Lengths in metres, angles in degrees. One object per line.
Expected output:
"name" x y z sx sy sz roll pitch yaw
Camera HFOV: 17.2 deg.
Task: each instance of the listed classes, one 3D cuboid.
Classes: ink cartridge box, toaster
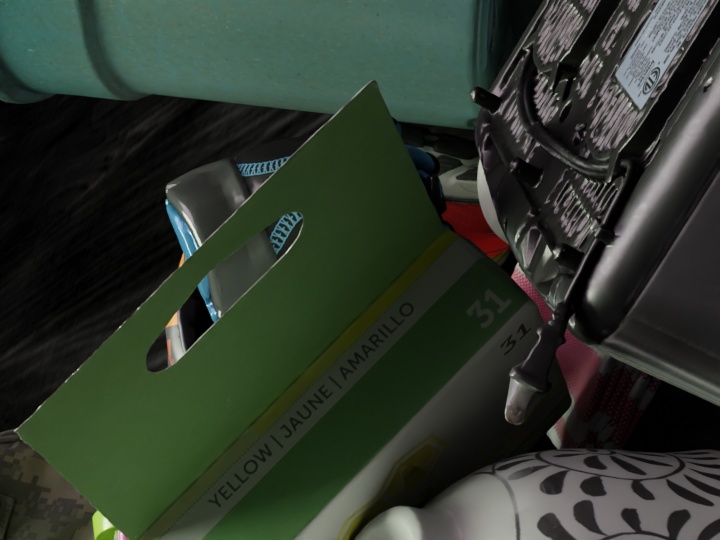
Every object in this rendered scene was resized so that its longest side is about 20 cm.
"ink cartridge box" -0.010 0.046 0.735 0.146 0.048 0.200 -45 -24 -8
"toaster" 0.122 -0.054 0.683 0.201 0.118 0.181 -59 16 15

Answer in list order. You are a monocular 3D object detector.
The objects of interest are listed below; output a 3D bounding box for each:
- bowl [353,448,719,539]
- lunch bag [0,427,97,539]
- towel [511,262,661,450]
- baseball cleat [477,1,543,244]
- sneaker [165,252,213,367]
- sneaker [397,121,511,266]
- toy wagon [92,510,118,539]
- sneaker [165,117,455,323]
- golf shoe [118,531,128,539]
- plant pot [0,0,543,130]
"bowl" 0.035 0.130 0.722 0.201 0.094 0.201 -56 18 29
"lunch bag" -0.151 0.146 1.149 0.200 0.167 0.140 -28 39 65
"towel" 0.106 -0.036 0.868 0.201 0.030 0.146 -62 15 9
"baseball cleat" 0.102 -0.100 0.835 0.106 0.069 0.201 -179 104 -69
"sneaker" -0.024 0.002 1.029 0.112 0.077 0.200 100 -166 -45
"sneaker" 0.034 -0.009 0.958 0.200 0.077 0.085 44 -119 -84
"toy wagon" -0.076 0.169 0.927 0.200 0.039 0.156 80 -179 -67
"sneaker" 0.000 0.000 0.821 0.082 0.074 0.200 -24 -12 6
"golf shoe" -0.041 0.134 0.865 0.092 0.075 0.201 127 129 -83
"plant pot" -0.026 -0.144 0.899 0.200 0.195 0.202 12 -90 -75
